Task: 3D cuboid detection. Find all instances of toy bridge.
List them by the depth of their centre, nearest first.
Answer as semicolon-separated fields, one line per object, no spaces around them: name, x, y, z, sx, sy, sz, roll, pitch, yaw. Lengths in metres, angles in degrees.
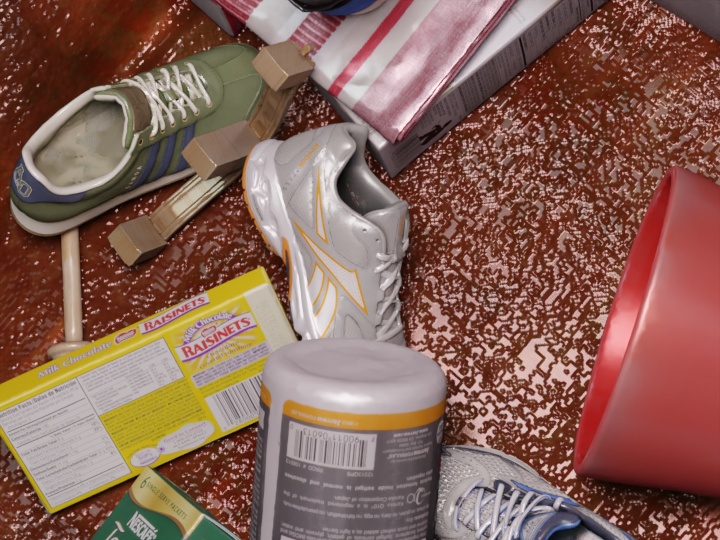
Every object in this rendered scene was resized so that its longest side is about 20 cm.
toy bridge;-0.087;-0.080;1.696;0.027;0.067;0.200;50;123;11

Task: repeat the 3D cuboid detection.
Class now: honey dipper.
honey dipper;-0.192;-0.001;1.741;0.038;0.038;0.201;-5;74;6

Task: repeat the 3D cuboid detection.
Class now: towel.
towel;-0.007;-0.195;1.678;0.200;0.023;0.144;39;88;13

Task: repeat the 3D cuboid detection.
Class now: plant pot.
plant pot;0.243;0.057;1.605;0.177;0.200;0.201;18;81;0

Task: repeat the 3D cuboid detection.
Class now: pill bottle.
pill bottle;-0.011;0.151;1.616;0.116;0.116;0.201;7;106;8

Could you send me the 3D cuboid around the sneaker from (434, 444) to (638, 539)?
sneaker;0.110;0.162;1.643;0.199;0.085;0.077;24;83;12

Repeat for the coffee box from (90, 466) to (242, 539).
coffee box;-0.164;0.226;1.646;0.044;0.123;0.200;40;86;-24

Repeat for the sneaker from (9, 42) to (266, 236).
sneaker;-0.142;-0.095;1.707;0.200;0.090;0.067;-32;76;-11

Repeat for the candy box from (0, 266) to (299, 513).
candy box;-0.134;0.079;1.686;0.199;0.102;0.026;-24;36;1

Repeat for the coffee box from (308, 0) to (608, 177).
coffee box;0.059;-0.173;1.718;0.200;0.080;0.113;-40;76;-2

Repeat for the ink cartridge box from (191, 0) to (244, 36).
ink cartridge box;-0.074;-0.284;1.755;0.145;0.083;0.200;42;85;12

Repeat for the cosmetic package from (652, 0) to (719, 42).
cosmetic package;0.263;-0.213;1.640;0.199;0.200;0.123;33;84;13

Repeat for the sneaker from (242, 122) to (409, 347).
sneaker;0.000;0.000;1.664;0.092;0.076;0.201;-21;95;30

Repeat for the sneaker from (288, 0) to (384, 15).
sneaker;0.024;-0.236;1.582;0.077;0.111;0.200;44;110;8
